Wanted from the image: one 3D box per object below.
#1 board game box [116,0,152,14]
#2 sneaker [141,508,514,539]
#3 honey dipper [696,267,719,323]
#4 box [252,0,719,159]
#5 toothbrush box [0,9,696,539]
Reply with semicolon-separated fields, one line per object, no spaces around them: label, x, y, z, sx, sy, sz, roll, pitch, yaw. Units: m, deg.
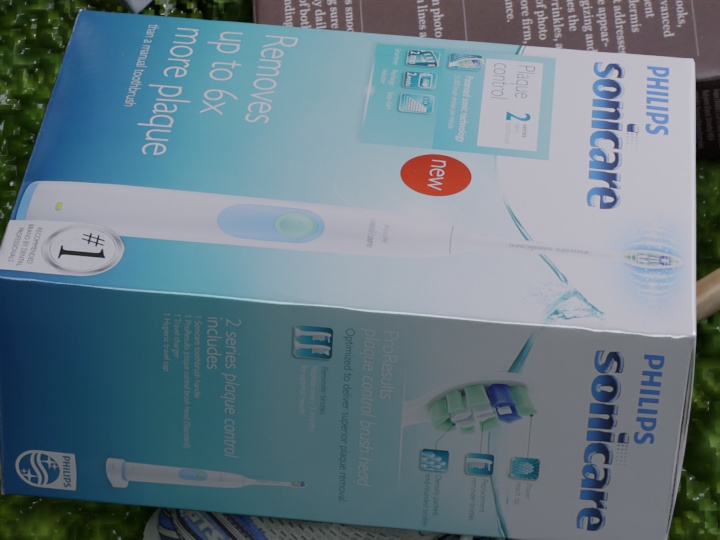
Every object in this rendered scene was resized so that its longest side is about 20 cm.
board game box;-0.092;-0.184;1.003;0.134;0.034;0.200;-44;48;-8
sneaker;0.026;0.089;0.884;0.200;0.077;0.085;12;117;11
honey dipper;0.128;0.001;0.945;0.200;0.038;0.038;-31;69;1
box;0.065;-0.089;0.965;0.200;0.075;0.100;-6;69;8
toothbrush box;0.000;0.000;0.866;0.200;0.085;0.147;6;37;3
